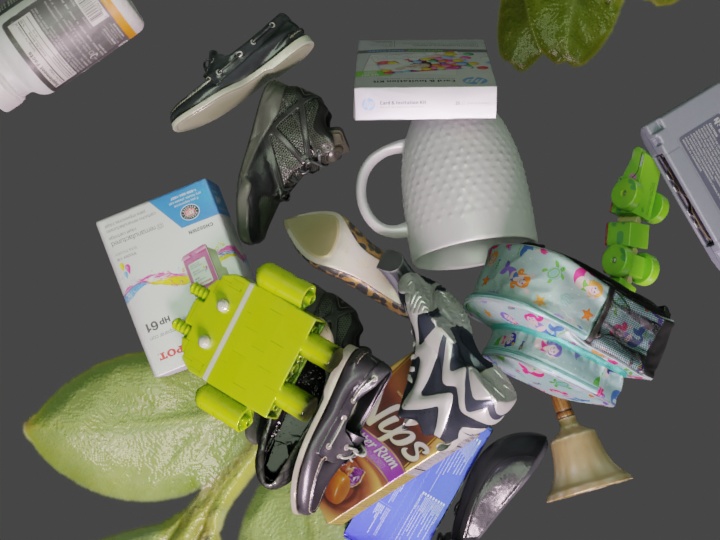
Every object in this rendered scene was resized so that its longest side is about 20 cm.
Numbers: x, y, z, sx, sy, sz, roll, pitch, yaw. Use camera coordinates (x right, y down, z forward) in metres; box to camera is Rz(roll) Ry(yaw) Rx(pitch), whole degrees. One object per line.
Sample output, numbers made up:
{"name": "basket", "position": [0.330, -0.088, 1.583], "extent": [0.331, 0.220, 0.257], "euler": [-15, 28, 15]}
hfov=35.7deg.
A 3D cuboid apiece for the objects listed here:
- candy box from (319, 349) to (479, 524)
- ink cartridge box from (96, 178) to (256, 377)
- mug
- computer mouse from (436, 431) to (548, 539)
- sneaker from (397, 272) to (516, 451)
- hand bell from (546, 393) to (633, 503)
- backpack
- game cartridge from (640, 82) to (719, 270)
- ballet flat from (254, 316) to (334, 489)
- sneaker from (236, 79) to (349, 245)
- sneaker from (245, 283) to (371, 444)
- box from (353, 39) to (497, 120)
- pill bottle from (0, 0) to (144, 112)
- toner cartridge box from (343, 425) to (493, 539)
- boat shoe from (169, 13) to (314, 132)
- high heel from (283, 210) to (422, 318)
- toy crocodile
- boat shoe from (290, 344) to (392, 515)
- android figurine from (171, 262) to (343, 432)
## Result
{"name": "candy box", "position": [0.023, 0.193, 1.299], "extent": [0.200, 0.056, 0.117], "euler": [-35, 68, 8]}
{"name": "ink cartridge box", "position": [-0.206, 0.011, 1.334], "extent": [0.144, 0.085, 0.201], "euler": [-22, 89, 1]}
{"name": "mug", "position": [0.094, -0.099, 1.299], "extent": [0.199, 0.148, 0.176], "euler": [-9, 77, 2]}
{"name": "computer mouse", "position": [0.138, 0.259, 1.287], "extent": [0.053, 0.138, 0.200], "euler": [38, 89, 3]}
{"name": "sneaker", "position": [0.072, 0.108, 1.219], "extent": [0.130, 0.079, 0.199], "euler": [-49, 62, 25]}
{"name": "hand bell", "position": [0.242, 0.164, 1.327], "extent": [0.104, 0.104, 0.201], "euler": [-15, 75, 1]}
{"name": "backpack", "position": [0.214, 0.055, 1.228], "extent": [0.200, 0.177, 0.151], "euler": [35, 78, -18]}
{"name": "game cartridge", "position": [0.434, -0.114, 1.328], "extent": [0.133, 0.041, 0.201], "euler": [-30, 90, -11]}
{"name": "ballet flat", "position": [-0.069, 0.150, 1.251], "extent": [0.066, 0.057, 0.201], "euler": [14, 91, -3]}
{"name": "sneaker", "position": [-0.082, -0.121, 1.339], "extent": [0.114, 0.076, 0.200], "euler": [15, 83, 9]}
{"name": "sneaker", "position": [-0.057, 0.127, 1.321], "extent": [0.114, 0.076, 0.200], "euler": [27, 83, 9]}
{"name": "box", "position": [0.071, -0.221, 1.281], "extent": [0.155, 0.200, 0.041], "euler": [0, 117, 2]}
{"name": "pill bottle", "position": [-0.370, -0.284, 1.335], "extent": [0.200, 0.116, 0.117], "euler": [-34, 87, 1]}
{"name": "toner cartridge box", "position": [0.068, 0.251, 1.337], "extent": [0.095, 0.043, 0.200], "euler": [30, 89, 2]}
{"name": "boat shoe", "position": [-0.155, -0.243, 1.348], "extent": [0.199, 0.075, 0.066], "euler": [-35, 85, 0]}
{"name": "high heel", "position": [0.000, 0.000, 1.351], "extent": [0.200, 0.143, 0.072], "euler": [24, 74, 36]}
{"name": "toy crocodile", "position": [0.320, -0.047, 1.336], "extent": [0.067, 0.062, 0.201], "euler": [14, 85, -37]}
{"name": "boat shoe", "position": [-0.022, 0.186, 1.247], "extent": [0.063, 0.073, 0.201], "euler": [20, 90, 16]}
{"name": "android figurine", "position": [-0.121, 0.081, 1.240], "extent": [0.200, 0.041, 0.183], "euler": [29, 92, 22]}
